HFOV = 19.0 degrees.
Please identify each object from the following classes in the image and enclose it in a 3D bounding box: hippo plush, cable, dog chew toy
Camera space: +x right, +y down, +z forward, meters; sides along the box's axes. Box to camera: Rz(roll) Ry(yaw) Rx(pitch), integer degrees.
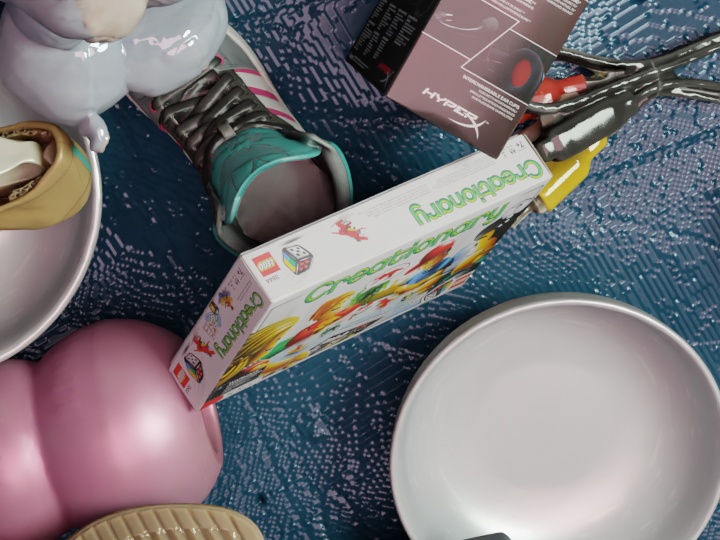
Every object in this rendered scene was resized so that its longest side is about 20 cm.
[{"bbox_3d":[-0.133,-0.127,1.045,0.200,0.159,0.161,-24,141,-10],"label":"hippo plush"},{"bbox_3d":[0.151,-0.108,1.265,0.200,0.050,0.097,-27,99,-14],"label":"cable"},{"bbox_3d":[-0.182,0.100,1.215,0.200,0.125,0.125,-13,104,3],"label":"dog chew toy"}]

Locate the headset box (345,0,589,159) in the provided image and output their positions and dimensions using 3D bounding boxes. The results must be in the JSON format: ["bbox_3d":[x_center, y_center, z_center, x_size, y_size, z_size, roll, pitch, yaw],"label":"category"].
[{"bbox_3d":[0.080,-0.174,1.175,0.075,0.149,0.200,28,96,-14],"label":"headset box"}]

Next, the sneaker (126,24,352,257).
[{"bbox_3d":[-0.072,-0.073,1.189,0.084,0.121,0.200,-42,104,2],"label":"sneaker"}]

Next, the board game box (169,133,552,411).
[{"bbox_3d":[0.000,0.000,1.173,0.200,0.126,0.035,-25,73,-33],"label":"board game box"}]

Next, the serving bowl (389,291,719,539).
[{"bbox_3d":[0.113,0.100,1.276,0.200,0.066,0.200,-2,109,-5],"label":"serving bowl"}]

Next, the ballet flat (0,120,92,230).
[{"bbox_3d":[-0.240,-0.043,1.115,0.200,0.063,0.069,-14,69,-6],"label":"ballet flat"}]

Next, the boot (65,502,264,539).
[{"bbox_3d":[-0.140,0.184,1.212,0.200,0.166,0.072,-20,79,2],"label":"boot"}]

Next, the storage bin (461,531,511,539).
[{"bbox_3d":[0.049,0.252,1.238,0.134,0.146,0.200,-18,121,3],"label":"storage bin"}]

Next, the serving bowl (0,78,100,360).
[{"bbox_3d":[-0.242,-0.042,1.187,0.200,0.066,0.201,-1,96,-5],"label":"serving bowl"}]
